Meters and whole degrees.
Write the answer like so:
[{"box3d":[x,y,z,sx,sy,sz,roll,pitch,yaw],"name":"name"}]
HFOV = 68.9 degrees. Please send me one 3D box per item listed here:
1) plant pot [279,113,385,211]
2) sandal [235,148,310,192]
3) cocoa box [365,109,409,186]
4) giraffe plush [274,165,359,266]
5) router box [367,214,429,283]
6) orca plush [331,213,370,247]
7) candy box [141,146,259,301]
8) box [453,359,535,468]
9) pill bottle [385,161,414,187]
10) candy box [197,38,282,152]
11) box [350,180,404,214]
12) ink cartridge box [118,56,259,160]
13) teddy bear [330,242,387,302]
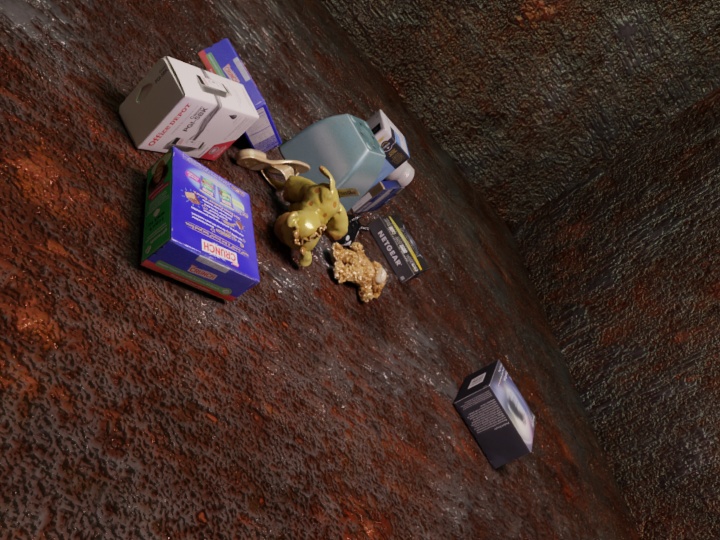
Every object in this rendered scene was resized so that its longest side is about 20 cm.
[{"box3d":[-0.053,-0.294,1.376,0.198,0.199,0.195,59,24,10],"name":"plant pot"},{"box3d":[-0.194,-0.214,1.192,0.210,0.077,0.071,4,75,-53],"name":"sandal"},{"box3d":[0.034,-0.360,1.615,0.131,0.199,0.135,39,28,-32],"name":"cocoa box"},{"box3d":[-0.111,-0.101,1.109,0.173,0.198,0.163,50,54,-20],"name":"giraffe plush"},{"box3d":[0.119,-0.069,1.592,0.202,0.052,0.157,60,25,7],"name":"router box"},{"box3d":[-0.014,-0.115,1.380,0.107,0.071,0.199,61,24,11],"name":"orca plush"},{"box3d":[-0.257,-0.072,0.851,0.168,0.076,0.203,32,32,-44],"name":"candy box"},{"box3d":[0.370,0.381,1.423,0.201,0.122,0.200,58,25,2],"name":"box"},{"box3d":[0.103,-0.389,1.886,0.199,0.114,0.116,34,32,-40],"name":"pill bottle"},{"box3d":[-0.255,-0.369,1.145,0.171,0.076,0.200,60,-5,10],"name":"candy box"},{"box3d":[0.053,-0.222,1.578,0.033,0.120,0.199,56,24,6],"name":"box"},{"box3d":[-0.306,-0.283,0.954,0.084,0.146,0.199,60,25,9],"name":"ink cartridge box"},{"box3d":[0.000,0.000,1.270,0.199,0.066,0.147,39,32,-33],"name":"teddy bear"}]
